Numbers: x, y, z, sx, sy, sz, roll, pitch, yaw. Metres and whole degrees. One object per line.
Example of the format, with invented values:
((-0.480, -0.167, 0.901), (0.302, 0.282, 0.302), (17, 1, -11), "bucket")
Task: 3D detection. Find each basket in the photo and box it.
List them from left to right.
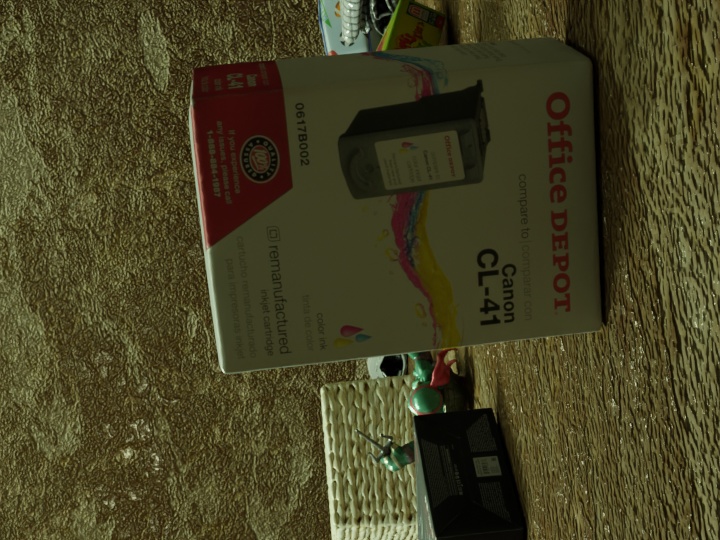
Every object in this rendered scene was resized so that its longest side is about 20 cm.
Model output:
((0.035, 0.249, 1.688), (0.200, 0.160, 0.200), (95, 171, -71), "basket")

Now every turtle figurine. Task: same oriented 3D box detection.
((0.064, 0.137, 1.378), (0.200, 0.100, 0.151), (29, -111, -74), "turtle figurine")

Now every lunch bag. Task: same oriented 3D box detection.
((0.006, -0.325, 1.759), (0.160, 0.075, 0.201), (3, -97, -68), "lunch bag")

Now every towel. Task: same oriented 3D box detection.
((0.014, -0.399, 1.584), (0.166, 0.085, 0.201), (90, 176, -54), "towel")

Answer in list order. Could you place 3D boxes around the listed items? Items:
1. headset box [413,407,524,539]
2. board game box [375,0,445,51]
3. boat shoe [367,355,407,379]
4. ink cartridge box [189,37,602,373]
((0.092, 0.245, 1.149), (0.149, 0.077, 0.201), (-98, 5, -54), "headset box")
((0.016, -0.149, 1.262), (0.102, 0.047, 0.200), (-74, 9, -47), "board game box")
((0.055, 0.171, 2.390), (0.200, 0.071, 0.069), (103, 165, -54), "boat shoe")
((0.017, -0.036, 0.684), (0.086, 0.199, 0.149), (-104, 8, -72), "ink cartridge box")
